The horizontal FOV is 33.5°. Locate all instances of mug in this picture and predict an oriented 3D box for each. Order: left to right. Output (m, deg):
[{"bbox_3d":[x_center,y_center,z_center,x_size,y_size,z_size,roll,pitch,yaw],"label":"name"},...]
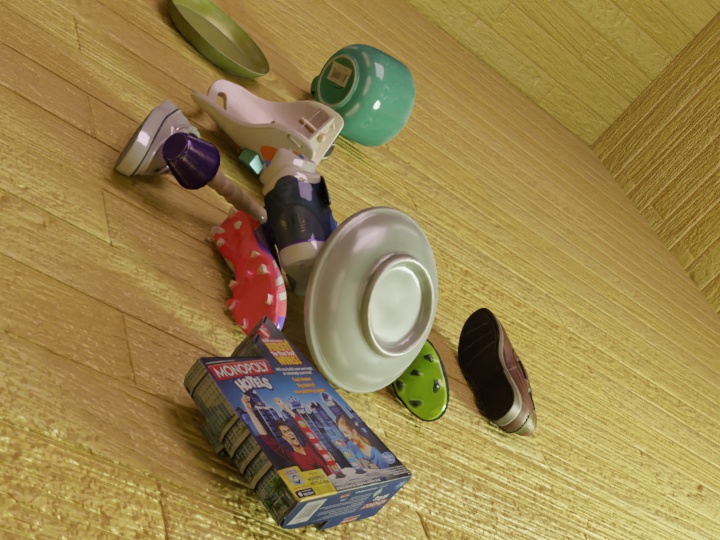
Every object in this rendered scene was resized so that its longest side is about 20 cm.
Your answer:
[{"bbox_3d":[-0.014,-0.286,1.971,0.114,0.184,0.154,18,55,-46],"label":"mug"}]

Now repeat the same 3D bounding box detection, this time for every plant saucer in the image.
[{"bbox_3d":[-0.224,-0.361,1.842,0.199,0.031,0.200,39,19,-15],"label":"plant saucer"},{"bbox_3d":[0.027,0.035,1.271,0.050,0.203,0.199,12,-8,43],"label":"plant saucer"}]

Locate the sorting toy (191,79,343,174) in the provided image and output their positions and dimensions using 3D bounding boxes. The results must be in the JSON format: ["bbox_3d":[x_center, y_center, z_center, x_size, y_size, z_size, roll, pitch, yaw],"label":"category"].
[{"bbox_3d":[-0.134,-0.189,1.575,0.179,0.107,0.200,35,19,-2],"label":"sorting toy"}]

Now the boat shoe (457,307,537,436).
[{"bbox_3d":[0.181,0.137,1.573,0.068,0.072,0.201,36,29,-33],"label":"boat shoe"}]

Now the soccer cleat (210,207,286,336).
[{"bbox_3d":[-0.104,0.009,1.258,0.076,0.067,0.201,35,18,-37],"label":"soccer cleat"}]

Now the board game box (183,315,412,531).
[{"bbox_3d":[-0.074,0.131,1.056,0.200,0.062,0.199,51,20,22],"label":"board game box"}]

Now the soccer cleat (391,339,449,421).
[{"bbox_3d":[0.060,0.101,1.401,0.081,0.067,0.201,42,14,-48],"label":"soccer cleat"}]

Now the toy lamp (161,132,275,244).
[{"bbox_3d":[-0.149,-0.089,1.321,0.200,0.058,0.058,42,12,-52],"label":"toy lamp"}]

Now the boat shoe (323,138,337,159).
[{"bbox_3d":[-0.064,-0.206,1.799,0.067,0.057,0.200,43,19,-1],"label":"boat shoe"}]

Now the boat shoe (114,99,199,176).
[{"bbox_3d":[-0.215,-0.140,1.323,0.065,0.074,0.200,36,21,-9],"label":"boat shoe"}]

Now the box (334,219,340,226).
[{"bbox_3d":[0.000,0.000,1.532,0.199,0.032,0.121,37,20,-17],"label":"box"}]

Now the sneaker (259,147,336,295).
[{"bbox_3d":[-0.059,-0.061,1.325,0.200,0.080,0.148,56,22,-76],"label":"sneaker"}]
